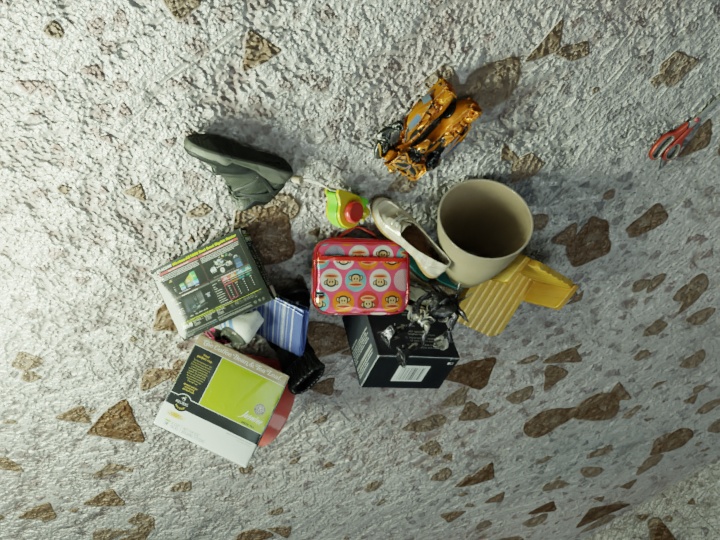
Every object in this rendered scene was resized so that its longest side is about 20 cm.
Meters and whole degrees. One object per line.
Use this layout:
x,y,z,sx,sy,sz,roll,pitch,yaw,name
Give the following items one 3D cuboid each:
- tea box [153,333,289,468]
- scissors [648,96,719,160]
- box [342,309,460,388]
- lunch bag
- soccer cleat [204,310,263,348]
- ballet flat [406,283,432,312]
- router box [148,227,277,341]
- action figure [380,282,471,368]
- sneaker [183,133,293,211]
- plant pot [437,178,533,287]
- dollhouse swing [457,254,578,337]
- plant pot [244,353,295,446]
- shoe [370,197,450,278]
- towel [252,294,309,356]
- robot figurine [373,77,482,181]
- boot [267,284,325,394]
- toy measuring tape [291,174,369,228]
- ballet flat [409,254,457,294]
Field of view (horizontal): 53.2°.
-0.274,0.264,1.444,0.200,0.197,0.134,26,163,-1,tea box
0.672,-0.301,1.465,0.073,0.014,0.200,12,130,-26,scissors
0.084,0.148,1.582,0.196,0.200,0.118,5,134,-23,box
0.000,0.000,1.450,0.199,0.082,0.177,1,92,-8,lunch bag
-0.266,0.109,1.476,0.086,0.200,0.070,-47,119,-25,soccer cleat
0.081,0.039,1.534,0.200,0.068,0.067,23,159,-12,ballet flat
-0.280,0.026,1.377,0.200,0.062,0.150,-24,92,6,router box
0.138,0.106,1.471,0.200,0.119,0.102,-34,158,-19,action figure
-0.226,-0.165,1.252,0.199,0.076,0.114,15,121,-37,sneaker
0.233,-0.052,1.468,0.187,0.188,0.200,-8,151,-11,plant pot
0.339,0.068,1.604,0.200,0.182,0.176,26,84,-37,dollhouse swing
-0.265,0.275,1.614,0.177,0.201,0.201,24,123,-24,plant pot
0.101,-0.071,1.409,0.200,0.070,0.053,46,154,-7,shoe
-0.195,0.087,1.471,0.200,0.024,0.145,26,136,16,towel
0.117,-0.244,1.301,0.145,0.058,0.200,24,122,-34,robot figurine
-0.130,0.149,1.536,0.079,0.158,0.211,-10,139,-27,boot
-0.055,-0.121,1.343,0.200,0.074,0.074,14,129,-46,toy measuring tape
0.135,0.013,1.566,0.200,0.071,0.065,28,136,-34,ballet flat
